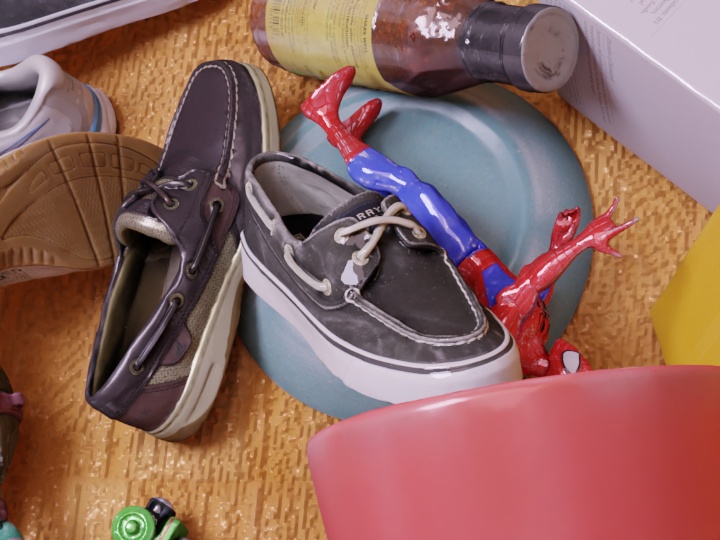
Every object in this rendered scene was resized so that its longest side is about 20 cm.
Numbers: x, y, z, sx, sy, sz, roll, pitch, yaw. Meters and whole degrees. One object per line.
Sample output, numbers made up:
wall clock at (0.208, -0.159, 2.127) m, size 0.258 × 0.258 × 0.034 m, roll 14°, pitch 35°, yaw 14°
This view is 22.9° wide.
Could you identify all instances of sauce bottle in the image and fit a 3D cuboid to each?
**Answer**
sauce bottle at (0.024, -0.119, 0.893) m, size 0.199 × 0.066 × 0.066 m, roll 19°, pitch 71°, yaw 49°

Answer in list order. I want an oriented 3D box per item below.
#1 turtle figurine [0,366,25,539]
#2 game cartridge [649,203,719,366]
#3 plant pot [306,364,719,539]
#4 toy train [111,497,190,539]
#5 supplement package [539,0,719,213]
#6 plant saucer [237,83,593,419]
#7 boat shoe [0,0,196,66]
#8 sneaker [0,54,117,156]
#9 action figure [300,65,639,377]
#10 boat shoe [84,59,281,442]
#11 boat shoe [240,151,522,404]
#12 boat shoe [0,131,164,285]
turtle figurine at (-0.214, 0.082, 0.880) m, size 0.100 × 0.150 × 0.202 m, roll -19°, pitch 71°, yaw -14°
game cartridge at (0.189, 0.047, 0.751) m, size 0.032 × 0.200 × 0.178 m, roll -8°, pitch 64°, yaw -14°
plant pot at (0.081, 0.147, 0.746) m, size 0.198 × 0.200 × 0.179 m, roll -9°, pitch 77°, yaw 10°
toy train at (-0.136, 0.203, 0.853) m, size 0.056 × 0.042 × 0.201 m, roll 29°, pitch 77°, yaw 13°
supplement package at (0.199, -0.096, 0.848) m, size 0.121 × 0.120 × 0.200 m, roll -44°, pitch 64°, yaw -9°
plant saucer at (0.019, -0.022, 0.910) m, size 0.198 × 0.036 × 0.202 m, roll -6°, pitch 66°, yaw 12°
boat shoe at (-0.135, -0.180, 0.974) m, size 0.199 × 0.071 × 0.072 m, roll -31°, pitch 51°, yaw -20°
sneaker at (-0.239, -0.069, 0.968) m, size 0.198 × 0.087 × 0.076 m, roll -24°, pitch 65°, yaw 5°
action figure at (0.064, -0.030, 0.844) m, size 0.099 × 0.065 × 0.201 m, roll -38°, pitch 64°, yaw 7°
boat shoe at (-0.091, -0.017, 0.899) m, size 0.073 × 0.064 × 0.202 m, roll -6°, pitch 70°, yaw 46°
boat shoe at (0.000, 0.000, 0.804) m, size 0.070 × 0.064 × 0.200 m, roll -20°, pitch 31°, yaw -28°
boat shoe at (-0.184, -0.028, 0.913) m, size 0.069 × 0.199 × 0.072 m, roll -6°, pitch 95°, yaw 52°
